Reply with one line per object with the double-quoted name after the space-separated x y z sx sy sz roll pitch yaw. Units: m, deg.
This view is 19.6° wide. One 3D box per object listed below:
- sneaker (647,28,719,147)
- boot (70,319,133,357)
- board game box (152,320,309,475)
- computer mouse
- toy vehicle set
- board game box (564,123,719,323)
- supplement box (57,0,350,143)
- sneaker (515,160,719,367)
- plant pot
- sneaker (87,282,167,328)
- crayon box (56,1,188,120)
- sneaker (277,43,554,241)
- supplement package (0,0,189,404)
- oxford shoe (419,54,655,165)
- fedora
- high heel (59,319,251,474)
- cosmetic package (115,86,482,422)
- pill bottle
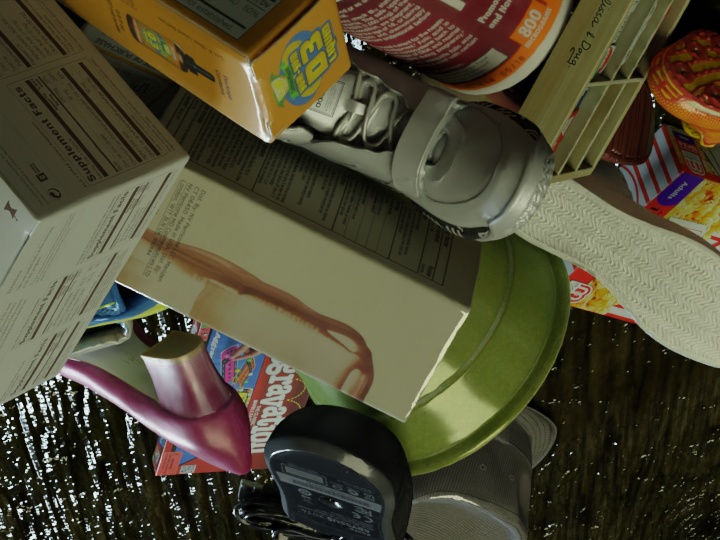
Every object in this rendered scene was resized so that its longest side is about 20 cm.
0.227 -0.104 1.307 0.077 0.073 0.200 -36 162 28 "sneaker"
-0.242 0.012 1.313 0.199 0.096 0.074 -6 144 -14 "boot"
-0.087 0.089 1.544 0.103 0.019 0.200 -3 143 -19 "board game box"
-0.015 0.131 1.331 0.138 0.053 0.200 19 155 8 "computer mouse"
0.152 -0.142 1.195 0.200 0.026 0.124 -62 163 18 "toy vehicle set"
0.245 -0.020 1.496 0.200 0.046 0.152 14 136 -35 "board game box"
-0.098 -0.148 1.058 0.069 0.200 0.067 -42 150 -19 "supplement box"
0.183 -0.023 1.368 0.200 0.116 0.074 36 111 -6 "sneaker"
0.000 0.000 1.334 0.200 0.200 0.190 -31 130 21 "plant pot"
-0.190 0.008 1.232 0.200 0.076 0.105 -18 179 -15 "sneaker"
-0.159 -0.099 1.230 0.126 0.052 0.200 22 130 -42 "crayon box"
0.012 -0.078 1.142 0.115 0.200 0.075 19 97 -36 "sneaker"
-0.212 -0.037 1.106 0.111 0.156 0.200 -28 161 -46 "supplement package"
0.117 -0.113 1.324 0.075 0.071 0.200 -2 164 40 "oxford shoe"
0.076 0.180 1.669 0.177 0.090 0.200 -33 142 24 "fedora"
-0.144 0.080 1.375 0.067 0.200 0.096 -38 117 -35 "high heel"
-0.039 -0.010 1.180 0.200 0.103 0.087 27 115 -3 "cosmetic package"
0.016 -0.181 1.130 0.114 0.114 0.200 -38 140 29 "pill bottle"
